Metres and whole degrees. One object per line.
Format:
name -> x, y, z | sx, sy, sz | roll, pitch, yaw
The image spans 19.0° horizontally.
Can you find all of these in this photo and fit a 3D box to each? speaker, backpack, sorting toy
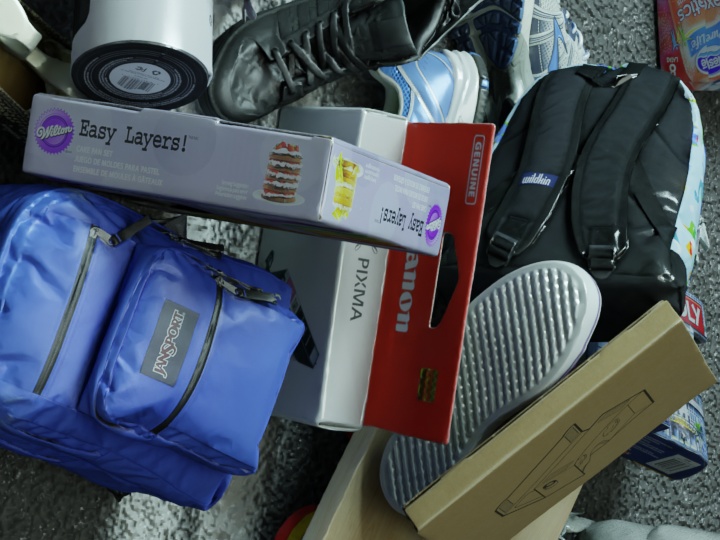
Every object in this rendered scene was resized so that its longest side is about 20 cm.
speaker -> -0.123, -0.198, 1.243 | 0.081, 0.081, 0.201 | 20, 59, -37
backpack -> -0.146, 0.033, 1.239 | 0.199, 0.167, 0.164 | 27, 71, -33
sorting toy -> 0.035, 0.169, 1.434 | 0.199, 0.069, 0.201 | 39, 71, -39
backpack -> 0.149, -0.047, 1.386 | 0.154, 0.162, 0.201 | 64, 33, -54

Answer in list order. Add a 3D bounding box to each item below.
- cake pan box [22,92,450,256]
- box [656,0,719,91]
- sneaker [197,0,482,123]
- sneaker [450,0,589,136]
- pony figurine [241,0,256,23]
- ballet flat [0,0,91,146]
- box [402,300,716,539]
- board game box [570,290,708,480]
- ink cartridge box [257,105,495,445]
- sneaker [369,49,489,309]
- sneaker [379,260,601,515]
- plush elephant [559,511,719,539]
cake pan box -> -0.071, -0.054, 1.237 | 0.184, 0.199, 0.053 | 20, 81, -68
box -> 0.325, -0.192, 1.622 | 0.199, 0.094, 0.103 | -11, 101, -36
sneaker -> -0.005, -0.153, 1.366 | 0.199, 0.104, 0.060 | -35, 115, -30
sneaker -> 0.114, -0.158, 1.485 | 0.085, 0.077, 0.201 | -19, 115, -39
pony figurine -> -0.014, -0.268, 1.337 | 0.193, 0.166, 0.201 | -43, 103, -35
ballet flat -> -0.200, -0.126, 1.237 | 0.200, 0.075, 0.068 | 43, 65, -32
box -> 0.127, 0.105, 1.326 | 0.200, 0.021, 0.163 | -39, 157, 3
board game box -> 0.184, 0.024, 1.517 | 0.199, 0.061, 0.201 | 26, 54, -45
ink cartridge box -> 0.000, 0.000, 1.340 | 0.043, 0.173, 0.202 | 9, 88, -36
sneaker -> 0.027, -0.051, 1.433 | 0.076, 0.076, 0.202 | 10, 87, -15
sneaker -> 0.100, 0.067, 1.331 | 0.114, 0.073, 0.201 | -5, 141, -48
plush elephant -> 0.190, 0.261, 1.525 | 0.199, 0.165, 0.156 | 16, 69, -9
